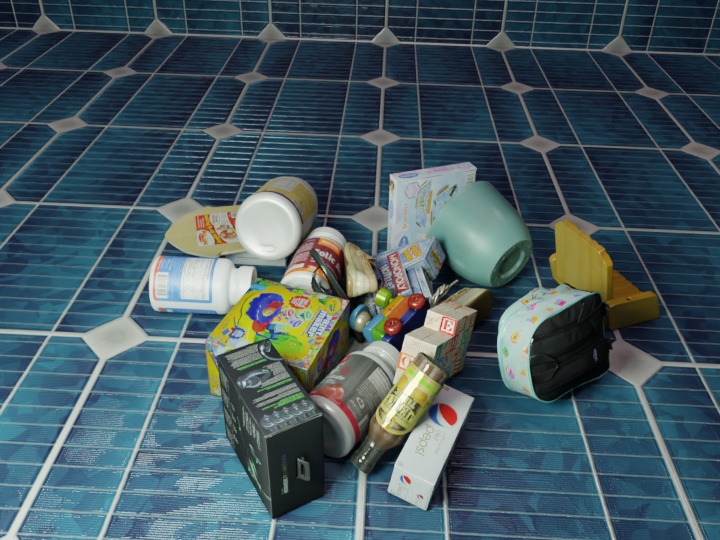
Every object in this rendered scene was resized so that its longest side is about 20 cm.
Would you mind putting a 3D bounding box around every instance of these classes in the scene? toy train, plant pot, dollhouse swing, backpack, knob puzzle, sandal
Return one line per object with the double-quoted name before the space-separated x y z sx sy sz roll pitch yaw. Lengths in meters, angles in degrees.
"toy train" 0.078 0.063 1.295 0.115 0.085 0.200 25 55 34
"plant pot" 0.268 -0.061 1.495 0.199 0.202 0.161 -21 51 -30
"dollhouse swing" 0.507 -0.014 1.442 0.179 0.178 0.200 -11 35 -18
"backpack" 0.327 0.128 1.230 0.199 0.178 0.152 -26 26 -34
"knob puzzle" -0.334 -0.080 1.561 0.216 0.031 0.221 1 37 -1
"sandal" -0.052 0.055 1.314 0.048 0.202 0.075 -29 13 -9

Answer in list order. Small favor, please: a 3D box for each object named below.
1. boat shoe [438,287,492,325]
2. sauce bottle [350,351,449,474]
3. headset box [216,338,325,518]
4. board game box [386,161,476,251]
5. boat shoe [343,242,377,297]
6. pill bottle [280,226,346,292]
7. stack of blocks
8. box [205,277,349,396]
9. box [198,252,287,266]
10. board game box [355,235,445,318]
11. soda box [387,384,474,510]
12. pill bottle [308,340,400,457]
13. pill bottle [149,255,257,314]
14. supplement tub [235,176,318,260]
"boat shoe" 0.176 0.093 1.374 0.198 0.075 0.066 -26 27 -34
"sauce bottle" 0.058 0.223 1.080 0.064 0.201 0.065 34 2 -1
"headset box" -0.132 0.236 1.046 0.092 0.176 0.200 -17 37 -25
"board game box" 0.158 -0.133 1.580 0.197 0.203 0.041 -11 34 -19
"boat shoe" 0.000 0.000 1.381 0.063 0.072 0.201 -2 24 -3
"pill bottle" -0.091 0.001 1.448 0.112 0.116 0.201 7 35 8
"stack of blocks" 0.133 0.129 1.207 0.058 0.117 0.199 18 14 24
"box" -0.140 0.135 1.244 0.190 0.123 0.201 13 36 14
"box" -0.260 -0.071 1.615 0.196 0.042 0.157 4 35 1
"board game box" 0.082 0.020 1.404 0.198 0.062 0.201 -26 34 9
"soda box" 0.114 0.271 1.100 0.067 0.064 0.200 22 39 15
"pill bottle" -0.008 0.204 1.157 0.110 0.112 0.200 21 38 26
"pill bottle" -0.310 0.030 1.399 0.196 0.114 0.113 3 34 0
"supplement tub" -0.173 -0.119 1.508 0.143 0.148 0.200 7 22 8
